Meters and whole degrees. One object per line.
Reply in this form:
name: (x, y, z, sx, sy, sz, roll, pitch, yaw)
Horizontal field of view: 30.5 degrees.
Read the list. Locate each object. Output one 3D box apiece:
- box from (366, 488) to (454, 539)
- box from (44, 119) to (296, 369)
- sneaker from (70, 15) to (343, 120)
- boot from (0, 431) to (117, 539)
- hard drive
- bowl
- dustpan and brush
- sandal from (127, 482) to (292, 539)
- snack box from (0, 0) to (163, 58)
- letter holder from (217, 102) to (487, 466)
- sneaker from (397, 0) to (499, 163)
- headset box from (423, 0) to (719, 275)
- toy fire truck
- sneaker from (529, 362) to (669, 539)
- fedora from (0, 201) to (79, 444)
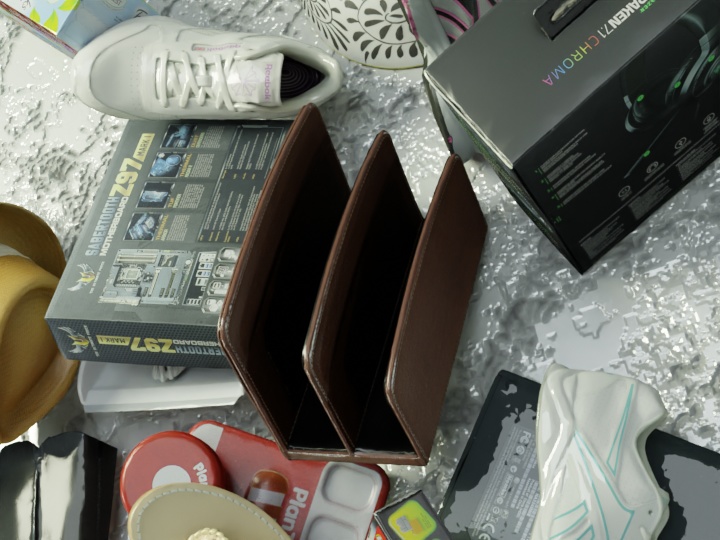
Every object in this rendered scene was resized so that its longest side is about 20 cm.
box: (0.066, 0.238, 0.771, 0.035, 0.110, 0.200, -23, 63, -21)
box: (-0.116, -0.024, 0.936, 0.157, 0.051, 0.201, 2, 49, 12)
sneaker: (-0.106, -0.146, 0.949, 0.199, 0.100, 0.075, -5, 101, -20)
boot: (-0.258, 0.223, 0.947, 0.164, 0.066, 0.201, -6, 71, 13)
hard drive: (0.149, 0.160, 0.813, 0.199, 0.033, 0.140, 20, 80, 28)
bowl: (0.027, -0.262, 0.988, 0.199, 0.094, 0.202, -8, 69, 20)
dustpan and brush: (-0.125, 0.009, 0.970, 0.139, 0.057, 0.201, -6, 39, 23)
sandal: (-0.046, 0.204, 0.796, 0.212, 0.070, 0.078, 45, 70, -9)
snack box: (-0.234, -0.211, 1.040, 0.200, 0.169, 0.068, 34, 90, 29)
letter holder: (0.000, 0.000, 0.839, 0.100, 0.143, 0.201, -1, 49, 23)
sneaker: (0.073, -0.177, 0.904, 0.086, 0.201, 0.080, -20, 32, 2)
headset box: (0.153, -0.114, 0.818, 0.174, 0.200, 0.093, -42, 61, 5)
toy fire truck: (-0.083, 0.202, 0.865, 0.167, 0.112, 0.201, 17, 76, 7)
sneaker: (0.137, 0.154, 0.763, 0.080, 0.070, 0.202, 4, 76, 13)
fedora: (-0.258, 0.055, 0.938, 0.081, 0.200, 0.202, 17, 79, 31)
